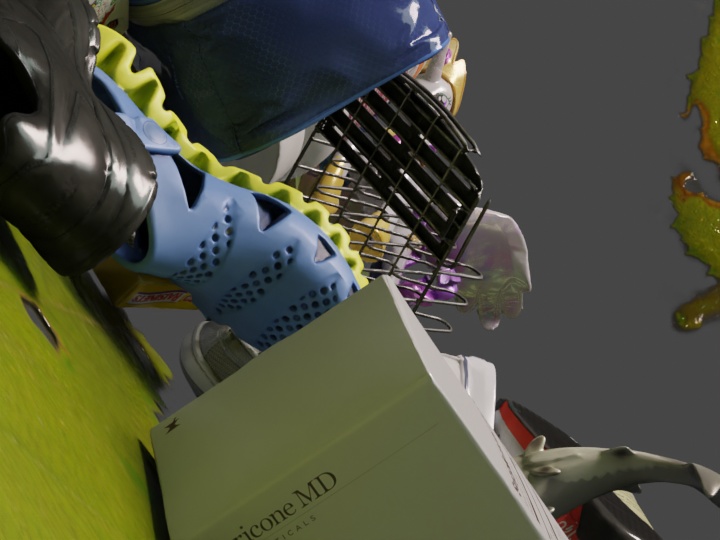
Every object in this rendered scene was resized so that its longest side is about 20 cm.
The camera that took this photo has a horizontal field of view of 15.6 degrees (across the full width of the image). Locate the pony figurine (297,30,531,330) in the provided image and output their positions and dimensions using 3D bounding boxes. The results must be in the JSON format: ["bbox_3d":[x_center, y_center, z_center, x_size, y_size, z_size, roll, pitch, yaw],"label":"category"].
[{"bbox_3d":[0.020,-0.029,1.639,0.200,0.166,0.193,-60,161,-44],"label":"pony figurine"}]

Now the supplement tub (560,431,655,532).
[{"bbox_3d":[0.120,0.199,1.568,0.145,0.145,0.200,54,4,-38],"label":"supplement tub"}]

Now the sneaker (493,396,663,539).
[{"bbox_3d":[0.093,0.152,1.463,0.067,0.108,0.201,31,9,-26],"label":"sneaker"}]

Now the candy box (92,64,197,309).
[{"bbox_3d":[-0.128,-0.065,1.272,0.102,0.026,0.200,1,51,-54],"label":"candy box"}]

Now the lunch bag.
[{"bbox_3d":[-0.056,-0.148,1.296,0.132,0.136,0.200,63,-10,-15],"label":"lunch bag"}]

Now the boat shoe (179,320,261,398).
[{"bbox_3d":[-0.038,0.063,1.255,0.074,0.065,0.202,56,-1,-17],"label":"boat shoe"}]

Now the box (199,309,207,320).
[{"bbox_3d":[-0.049,0.035,1.517,0.200,0.049,0.082,55,4,-26],"label":"box"}]

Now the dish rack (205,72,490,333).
[{"bbox_3d":[0.000,0.000,1.339,0.055,0.200,0.153,11,26,-40],"label":"dish rack"}]

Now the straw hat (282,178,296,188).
[{"bbox_3d":[-0.113,-0.108,1.666,0.201,0.085,0.201,161,-90,-79],"label":"straw hat"}]

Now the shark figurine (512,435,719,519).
[{"bbox_3d":[0.096,0.135,1.351,0.128,0.214,0.090,-109,-176,-59],"label":"shark figurine"}]

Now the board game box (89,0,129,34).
[{"bbox_3d":[-0.186,-0.190,1.197,0.200,0.035,0.126,44,-15,6],"label":"board game box"}]

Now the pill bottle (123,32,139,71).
[{"bbox_3d":[-0.161,-0.185,1.456,0.116,0.116,0.200,58,3,31],"label":"pill bottle"}]

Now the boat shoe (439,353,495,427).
[{"bbox_3d":[0.035,0.132,1.469,0.074,0.065,0.200,111,-12,-47],"label":"boat shoe"}]

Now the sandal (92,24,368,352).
[{"bbox_3d":[-0.083,-0.020,1.170,0.200,0.080,0.087,38,32,-4],"label":"sandal"}]

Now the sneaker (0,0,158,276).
[{"bbox_3d":[-0.151,-0.087,1.085,0.091,0.076,0.200,39,11,-45],"label":"sneaker"}]

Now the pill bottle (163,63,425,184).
[{"bbox_3d":[-0.042,-0.116,1.491,0.110,0.110,0.200,56,34,-7],"label":"pill bottle"}]

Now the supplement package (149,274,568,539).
[{"bbox_3d":[0.022,0.127,1.043,0.200,0.121,0.120,55,4,-20],"label":"supplement package"}]
